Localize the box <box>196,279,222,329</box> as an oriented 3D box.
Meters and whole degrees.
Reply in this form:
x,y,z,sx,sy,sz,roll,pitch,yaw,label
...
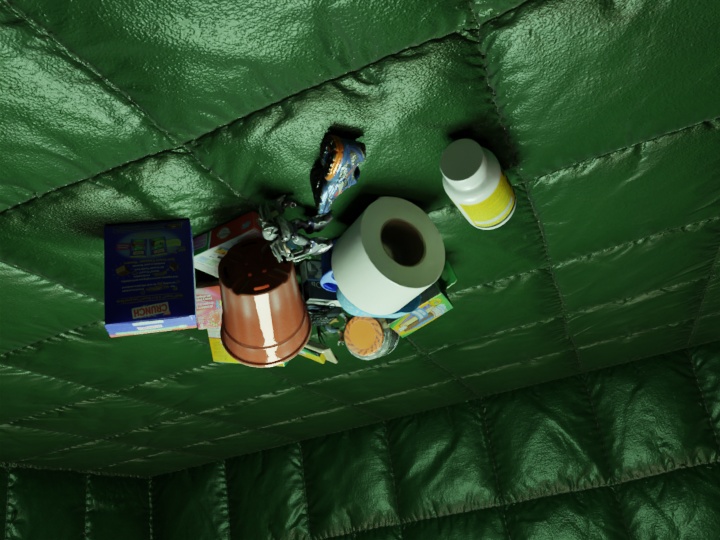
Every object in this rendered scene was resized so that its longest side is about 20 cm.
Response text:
x,y,z,sx,sy,sz,roll,pitch,yaw,label
-0.279,0.067,1.540,0.195,0.098,0.100,-8,-171,-5,box

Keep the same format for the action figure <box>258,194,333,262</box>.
x,y,z,sx,sy,sz,roll,pitch,yaw,label
-0.126,-0.078,1.294,0.068,0.133,0.199,-17,172,29,action figure

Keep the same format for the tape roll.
x,y,z,sx,sy,sz,roll,pitch,yaw,label
0.056,-0.028,1.370,0.199,0.207,0.139,4,153,-28,tape roll

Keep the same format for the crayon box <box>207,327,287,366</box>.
x,y,z,sx,sy,sz,roll,pitch,yaw,label
-0.269,0.161,1.617,0.195,0.121,0.058,1,-157,17,crayon box

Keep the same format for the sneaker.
x,y,z,sx,sy,sz,roll,pitch,yaw,label
-0.040,-0.164,1.195,0.077,0.077,0.200,-5,158,-19,sneaker

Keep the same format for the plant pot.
x,y,z,sx,sy,sz,roll,pitch,yaw,label
-0.201,0.055,1.354,0.196,0.203,0.198,-7,138,-6,plant pot

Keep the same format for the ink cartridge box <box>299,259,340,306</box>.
x,y,z,sx,sy,sz,roll,pitch,yaw,label
-0.048,0.035,1.597,0.196,0.101,0.039,5,153,-32,ink cartridge box

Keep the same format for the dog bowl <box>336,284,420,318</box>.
x,y,z,sx,sy,sz,roll,pitch,yaw,label
0.036,0.049,1.441,0.196,0.114,0.050,5,150,-28,dog bowl

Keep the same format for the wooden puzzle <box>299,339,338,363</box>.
x,y,z,sx,sy,sz,roll,pitch,yaw,label
-0.154,0.194,1.718,0.182,0.038,0.200,20,168,11,wooden puzzle

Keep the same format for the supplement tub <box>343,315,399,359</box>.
x,y,z,sx,sy,sz,roll,pitch,yaw,label
0.027,0.160,1.689,0.120,0.125,0.200,-14,173,11,supplement tub

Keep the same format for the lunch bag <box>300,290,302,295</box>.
x,y,z,sx,sy,sz,roll,pitch,yaw,label
-0.235,0.101,1.706,0.197,0.077,0.160,-20,158,22,lunch bag

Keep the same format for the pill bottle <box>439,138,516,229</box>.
x,y,z,sx,sy,sz,roll,pitch,yaw,label
0.217,-0.162,1.246,0.109,0.114,0.199,-19,156,20,pill bottle

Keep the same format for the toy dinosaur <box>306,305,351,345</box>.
x,y,z,sx,sy,sz,roll,pitch,yaw,label
-0.101,0.124,1.715,0.180,0.106,0.199,33,179,-32,toy dinosaur

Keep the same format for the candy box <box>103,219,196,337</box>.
x,y,z,sx,sy,sz,roll,pitch,yaw,label
-0.403,0.014,1.284,0.165,0.204,0.077,-5,157,-10,candy box

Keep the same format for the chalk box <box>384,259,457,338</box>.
x,y,z,sx,sy,sz,roll,pitch,yaw,label
0.146,0.053,1.653,0.198,0.126,0.124,-30,152,9,chalk box

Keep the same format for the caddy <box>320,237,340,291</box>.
x,y,z,sx,sy,sz,roll,pitch,yaw,label
0.000,0.000,1.527,0.196,0.107,0.141,3,153,-26,caddy

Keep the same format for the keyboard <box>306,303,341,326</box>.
x,y,z,sx,sy,sz,roll,pitch,yaw,label
-0.128,0.119,1.534,0.197,0.040,0.104,-5,150,-40,keyboard

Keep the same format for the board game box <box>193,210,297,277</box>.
x,y,z,sx,sy,sz,roll,pitch,yaw,label
-0.255,-0.046,1.409,0.197,0.041,0.152,-21,154,24,board game box
